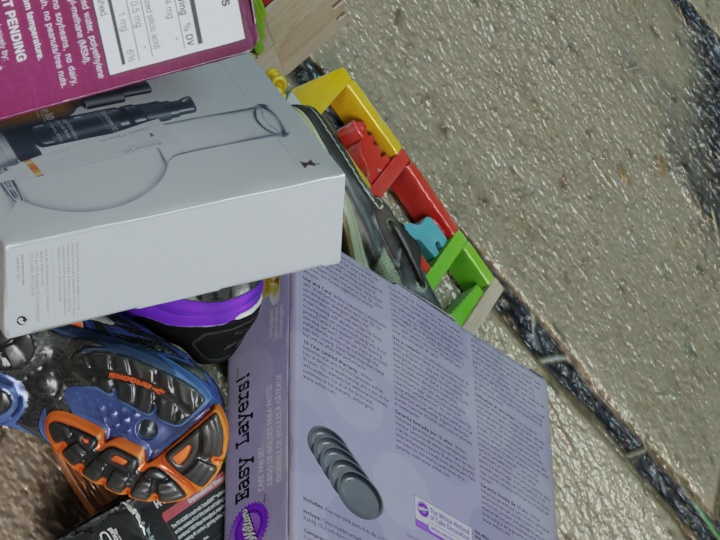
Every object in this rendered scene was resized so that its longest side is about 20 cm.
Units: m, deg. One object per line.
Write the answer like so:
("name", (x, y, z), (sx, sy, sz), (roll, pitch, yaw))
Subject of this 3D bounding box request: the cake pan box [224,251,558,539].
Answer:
("cake pan box", (0.021, 0.097, 1.149), (0.200, 0.052, 0.185), (31, 43, -36))

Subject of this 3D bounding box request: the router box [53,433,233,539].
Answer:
("router box", (-0.040, 0.147, 1.131), (0.150, 0.062, 0.200), (60, 32, 0))

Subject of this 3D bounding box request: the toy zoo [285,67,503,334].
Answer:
("toy zoo", (0.001, -0.035, 1.409), (0.200, 0.020, 0.131), (54, 32, -10))

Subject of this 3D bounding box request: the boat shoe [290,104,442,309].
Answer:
("boat shoe", (0.001, 0.000, 1.323), (0.066, 0.072, 0.202), (-25, 91, -43))

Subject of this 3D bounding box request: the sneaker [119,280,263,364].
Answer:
("sneaker", (-0.134, -0.011, 1.120), (0.199, 0.100, 0.070), (23, 41, 19))

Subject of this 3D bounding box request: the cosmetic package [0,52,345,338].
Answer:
("cosmetic package", (-0.115, -0.060, 1.059), (0.150, 0.052, 0.200), (-11, 38, -23))

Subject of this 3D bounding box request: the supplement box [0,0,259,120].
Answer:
("supplement box", (-0.159, -0.140, 1.023), (0.131, 0.199, 0.104), (-118, -165, -49))

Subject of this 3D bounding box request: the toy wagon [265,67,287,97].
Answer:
("toy wagon", (-0.109, -0.147, 1.217), (0.039, 0.155, 0.200), (-33, 70, -16))

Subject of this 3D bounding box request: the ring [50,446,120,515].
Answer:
("ring", (-0.092, 0.070, 1.195), (0.200, 0.019, 0.201), (33, 41, -34))

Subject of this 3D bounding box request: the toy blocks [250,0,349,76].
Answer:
("toy blocks", (-0.046, -0.192, 1.292), (0.137, 0.100, 0.200), (-43, 141, -19))

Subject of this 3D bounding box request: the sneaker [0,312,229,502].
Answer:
("sneaker", (-0.145, 0.036, 1.065), (0.199, 0.076, 0.078), (31, 12, 3))
